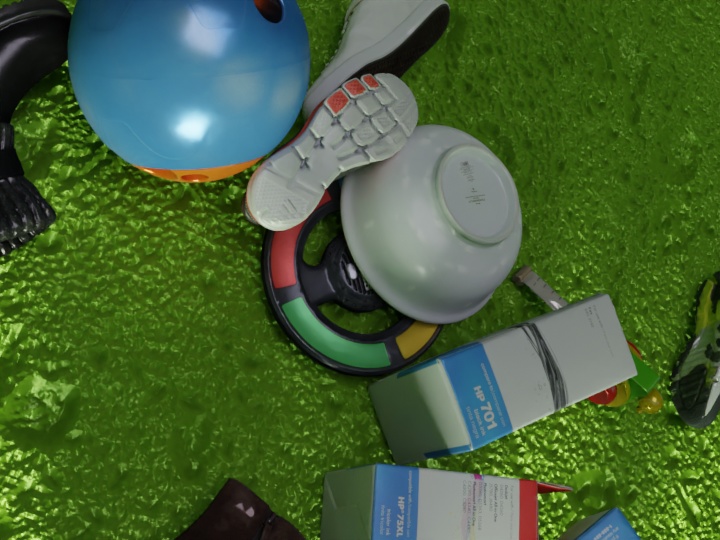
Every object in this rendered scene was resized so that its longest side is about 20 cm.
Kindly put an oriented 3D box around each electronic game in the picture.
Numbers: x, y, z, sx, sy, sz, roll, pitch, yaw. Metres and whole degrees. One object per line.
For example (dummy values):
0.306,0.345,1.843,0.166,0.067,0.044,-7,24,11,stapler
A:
0.000,0.000,0.881,0.197,0.042,0.203,7,74,-24,electronic game

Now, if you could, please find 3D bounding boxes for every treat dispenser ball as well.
-0.140,-0.175,0.772,0.198,0.201,0.204,7,73,-23,treat dispenser ball

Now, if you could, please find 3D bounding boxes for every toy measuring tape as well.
0.231,0.080,0.971,0.200,0.074,0.073,42,61,16,toy measuring tape

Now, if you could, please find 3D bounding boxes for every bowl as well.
0.086,-0.058,0.877,0.199,0.090,0.204,12,68,-31,bowl

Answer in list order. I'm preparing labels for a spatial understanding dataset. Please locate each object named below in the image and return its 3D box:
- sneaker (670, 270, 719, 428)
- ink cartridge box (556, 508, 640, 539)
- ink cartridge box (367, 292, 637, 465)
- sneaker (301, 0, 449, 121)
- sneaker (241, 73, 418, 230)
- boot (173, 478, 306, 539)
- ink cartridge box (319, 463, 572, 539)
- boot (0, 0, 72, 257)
0.413,0.093,1.034,0.084,0.074,0.202,34,64,-14,sneaker
0.218,0.334,0.796,0.146,0.086,0.201,-32,76,-22,ink cartridge box
0.129,0.100,0.855,0.198,0.146,0.087,-16,82,-28,ink cartridge box
-0.002,-0.219,0.938,0.084,0.073,0.200,36,66,22,sneaker
-0.035,-0.110,0.838,0.199,0.082,0.078,-38,103,-22,sneaker
-0.150,0.235,0.733,0.200,0.072,0.167,41,61,-17,boot
0.076,0.216,0.815,0.197,0.116,0.068,11,70,-22,ink cartridge box
-0.287,-0.107,0.750,0.210,0.079,0.158,-38,87,-18,boot
